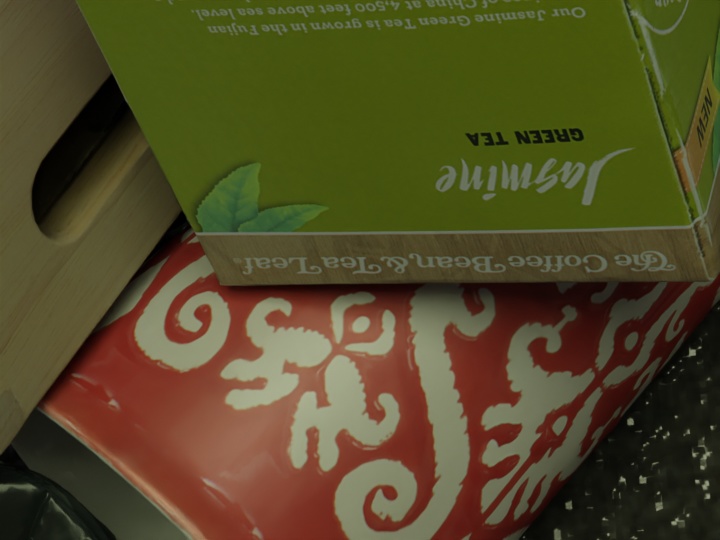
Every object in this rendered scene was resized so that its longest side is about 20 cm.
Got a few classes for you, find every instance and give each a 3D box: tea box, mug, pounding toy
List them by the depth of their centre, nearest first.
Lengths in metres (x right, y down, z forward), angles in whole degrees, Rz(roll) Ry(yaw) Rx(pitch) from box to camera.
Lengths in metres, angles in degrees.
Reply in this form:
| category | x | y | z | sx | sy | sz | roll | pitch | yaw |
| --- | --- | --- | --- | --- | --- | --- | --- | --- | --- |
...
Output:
| category | x | y | z | sx | sy | sz | roll | pitch | yaw |
| --- | --- | --- | --- | --- | --- | --- | --- | --- | --- |
| tea box | 0.019 | -0.132 | 0.649 | 0.134 | 0.197 | 0.200 | 0 | 50 | 22 |
| pounding toy | -0.145 | -0.022 | 0.721 | 0.184 | 0.142 | 0.200 | 7 | 48 | 34 |
| mug | 0.002 | -0.003 | 0.748 | 0.178 | 0.133 | 0.200 | 41 | 74 | 17 |

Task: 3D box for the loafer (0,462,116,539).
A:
| category | x | y | z | sx | sy | sz | roll | pitch | yaw |
| --- | --- | --- | --- | --- | --- | --- | --- | --- | --- |
| loafer | -0.047 | 0.134 | 0.728 | 0.073 | 0.072 | 0.200 | -32 | 91 | 1 |
